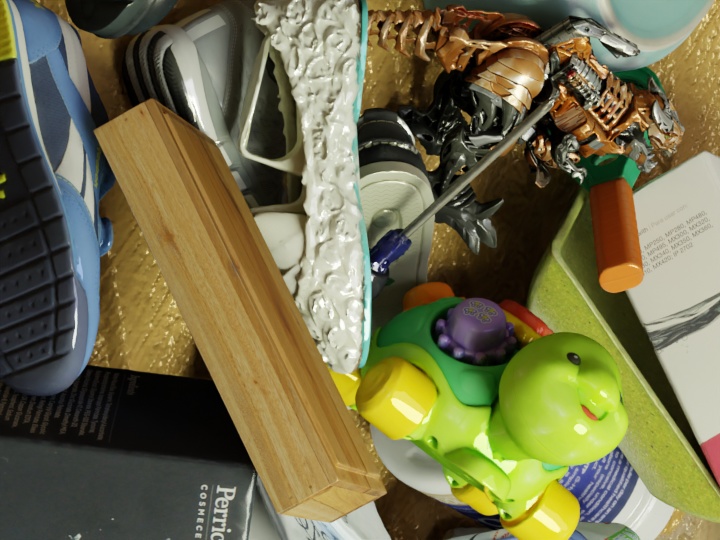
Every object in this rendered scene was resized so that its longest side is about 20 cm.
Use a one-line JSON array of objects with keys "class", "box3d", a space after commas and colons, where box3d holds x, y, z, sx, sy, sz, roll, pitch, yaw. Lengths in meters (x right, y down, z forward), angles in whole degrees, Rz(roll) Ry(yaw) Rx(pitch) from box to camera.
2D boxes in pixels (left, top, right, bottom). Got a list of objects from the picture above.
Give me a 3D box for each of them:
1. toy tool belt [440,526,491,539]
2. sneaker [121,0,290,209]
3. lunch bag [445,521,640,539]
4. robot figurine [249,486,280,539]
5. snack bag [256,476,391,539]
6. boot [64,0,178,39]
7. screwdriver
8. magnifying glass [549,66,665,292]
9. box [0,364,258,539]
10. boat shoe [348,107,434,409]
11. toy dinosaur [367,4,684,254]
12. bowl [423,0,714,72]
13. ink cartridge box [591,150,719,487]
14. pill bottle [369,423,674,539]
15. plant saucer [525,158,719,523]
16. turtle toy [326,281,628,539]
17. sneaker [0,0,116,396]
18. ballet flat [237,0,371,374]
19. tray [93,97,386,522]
[{"class": "toy tool belt", "box3d": [0.091, 0.269, 1.458, 0.125, 0.123, 0.200, 1, 107, -43]}, {"class": "sneaker", "box3d": [-0.046, -0.058, 1.226, 0.115, 0.075, 0.200, -36, 128, -30]}, {"class": "lunch bag", "box3d": [0.090, 0.232, 1.338, 0.076, 0.200, 0.160, 2, 77, -48]}, {"class": "robot figurine", "box3d": [-0.080, 0.165, 1.258, 0.200, 0.113, 0.170, 50, 43, -42]}, {"class": "snack bag", "box3d": [-0.013, 0.142, 1.265, 0.021, 0.200, 0.189, -33, 134, 7]}, {"class": "boot", "box3d": [-0.046, -0.187, 1.162, 0.168, 0.076, 0.200, 23, 83, -43]}, {"class": "screwdriver", "box3d": [0.035, -0.028, 1.195, 0.200, 0.028, 0.029, -41, 168, 27]}, {"class": "magnifying glass", "box3d": [0.145, -0.058, 1.337, 0.080, 0.200, 0.022, -16, 125, 13]}, {"class": "box", "box3d": [-0.156, 0.152, 1.109, 0.196, 0.124, 0.200, 6, 106, -4]}, {"class": "boat shoe", "box3d": [0.000, 0.000, 1.283, 0.072, 0.068, 0.200, -2, 134, -15]}, {"class": "toy dinosaur", "box3d": [0.078, -0.100, 1.280, 0.136, 0.200, 0.102, -54, -178, 35]}, {"class": "bowl", "box3d": [0.140, -0.193, 1.320, 0.201, 0.105, 0.201, -20, 121, -38]}, {"class": "ink cartridge box", "box3d": [0.236, 0.042, 1.358, 0.084, 0.200, 0.145, -32, 157, 22]}, {"class": "pill bottle", "box3d": [0.108, 0.106, 1.407, 0.200, 0.120, 0.120, 32, 85, -45]}, {"class": "plant saucer", "box3d": [0.169, 0.045, 1.390, 0.200, 0.048, 0.200, 55, 23, -8]}, {"class": "turtle toy", "box3d": [0.071, 0.068, 1.208, 0.146, 0.200, 0.101, 39, 84, -21]}, {"class": "sneaker", "box3d": [-0.150, -0.040, 1.090, 0.082, 0.074, 0.200, 8, 70, -60]}, {"class": "ballet flat", "box3d": [-0.031, -0.048, 1.167, 0.072, 0.072, 0.200, -3, 95, -43]}, {"class": "tray", "box3d": [-0.054, 0.021, 1.087, 0.037, 0.200, 0.099, -29, 166, 7]}]
